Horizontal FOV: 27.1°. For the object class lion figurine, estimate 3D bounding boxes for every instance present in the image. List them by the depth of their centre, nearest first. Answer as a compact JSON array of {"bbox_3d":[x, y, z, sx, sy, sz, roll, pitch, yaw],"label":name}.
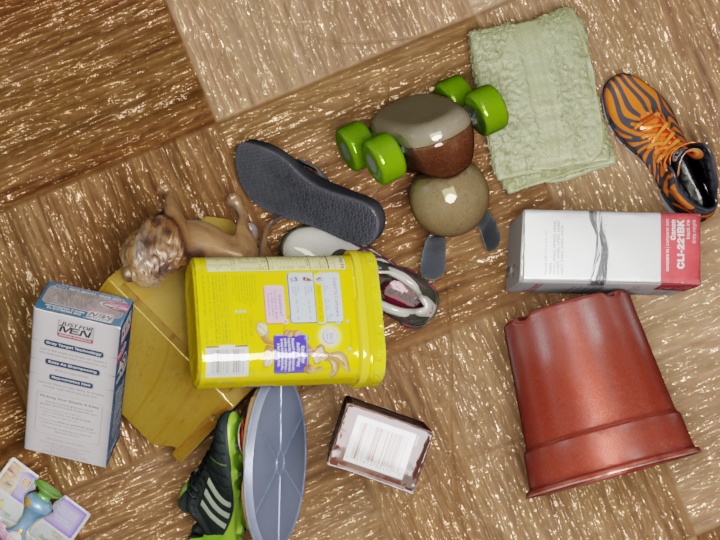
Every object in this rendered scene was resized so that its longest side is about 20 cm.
[{"bbox_3d":[-0.172,-0.029,1.663,0.200,0.073,0.123,2,46,-21],"label":"lion figurine"}]

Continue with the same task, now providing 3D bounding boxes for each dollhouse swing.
[{"bbox_3d":[-0.196,0.070,1.736,0.200,0.176,0.182,44,128,2],"label":"dollhouse swing"}]

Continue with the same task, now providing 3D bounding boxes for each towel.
[{"bbox_3d":[0.209,-0.200,1.757,0.148,0.036,0.200,-13,88,-1],"label":"towel"}]

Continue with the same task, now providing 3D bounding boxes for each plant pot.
[{"bbox_3d":[0.256,0.135,1.670,0.200,0.201,0.196,-14,79,-2],"label":"plant pot"}]

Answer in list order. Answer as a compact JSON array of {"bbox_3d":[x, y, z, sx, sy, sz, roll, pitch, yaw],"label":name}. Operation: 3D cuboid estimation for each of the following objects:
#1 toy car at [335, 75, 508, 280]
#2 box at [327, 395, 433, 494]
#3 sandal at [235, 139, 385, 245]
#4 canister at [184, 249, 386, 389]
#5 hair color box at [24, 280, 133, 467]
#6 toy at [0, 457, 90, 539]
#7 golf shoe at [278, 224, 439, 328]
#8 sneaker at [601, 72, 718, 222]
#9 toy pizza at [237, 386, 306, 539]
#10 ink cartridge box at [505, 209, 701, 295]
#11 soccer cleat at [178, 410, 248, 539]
[{"bbox_3d":[0.092,-0.097,1.718,0.164,0.158,0.200,-26,112,-14],"label":"toy car"},{"bbox_3d":[0.019,0.189,1.650,0.100,0.200,0.075,19,89,1],"label":"box"},{"bbox_3d":[-0.059,-0.089,1.732,0.200,0.043,0.076,30,123,13],"label":"sandal"},{"bbox_3d":[-0.083,0.054,1.600,0.200,0.087,0.149,-1,72,-15],"label":"canister"},{"bbox_3d":[-0.315,0.117,1.667,0.100,0.061,0.200,13,123,1],"label":"hair color box"},{"bbox_3d":[-0.416,0.329,1.712,0.115,0.047,0.200,36,86,3],"label":"toy"},{"bbox_3d":[0.000,0.000,1.718,0.200,0.088,0.077,24,88,2],"label":"golf shoe"},{"bbox_3d":[0.355,-0.148,1.717,0.078,0.112,0.200,-35,88,-3],"label":"sneaker"},{"bbox_3d":[-0.102,0.212,1.652,0.032,0.200,0.201,1,87,15],"label":"toy pizza"},{"bbox_3d":[0.271,-0.018,1.692,0.200,0.144,0.084,1,85,-1],"label":"ink cartridge box"},{"bbox_3d":[-0.164,0.239,1.672,0.081,0.068,0.200,8,125,7],"label":"soccer cleat"}]
